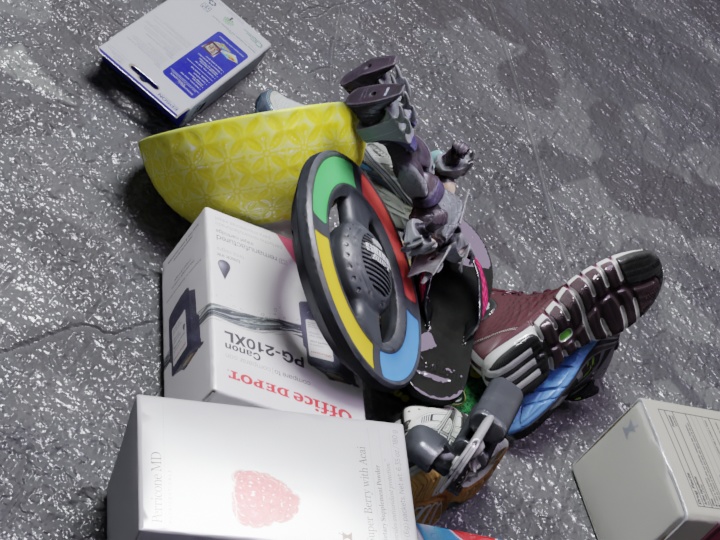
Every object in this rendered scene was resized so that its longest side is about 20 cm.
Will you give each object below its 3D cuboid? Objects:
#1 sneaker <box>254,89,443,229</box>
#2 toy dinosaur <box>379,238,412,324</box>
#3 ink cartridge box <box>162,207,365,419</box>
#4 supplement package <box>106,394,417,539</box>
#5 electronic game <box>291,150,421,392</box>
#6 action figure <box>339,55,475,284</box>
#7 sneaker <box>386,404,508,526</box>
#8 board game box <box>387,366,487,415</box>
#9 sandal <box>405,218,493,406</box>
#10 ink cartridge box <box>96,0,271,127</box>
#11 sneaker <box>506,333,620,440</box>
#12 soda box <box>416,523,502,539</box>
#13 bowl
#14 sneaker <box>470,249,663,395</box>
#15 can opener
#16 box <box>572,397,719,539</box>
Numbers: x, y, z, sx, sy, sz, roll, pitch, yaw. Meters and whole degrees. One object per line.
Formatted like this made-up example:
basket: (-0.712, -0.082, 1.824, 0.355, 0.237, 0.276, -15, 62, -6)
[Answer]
sneaker: (-0.005, -0.126, 1.826, 0.199, 0.086, 0.078, 29, 36, -16)
toy dinosaur: (0.048, 0.031, 1.715, 0.101, 0.058, 0.201, -11, 58, -28)
ink cartridge box: (-0.079, 0.066, 1.557, 0.144, 0.084, 0.201, 21, 40, -26)
supplement package: (-0.073, 0.179, 1.374, 0.199, 0.120, 0.122, 7, 46, -15)
electronic game: (0.000, 0.000, 1.554, 0.200, 0.041, 0.201, 50, 30, -43)
action figure: (0.050, -0.077, 1.607, 0.201, 0.069, 0.130, 60, 26, -31)
sneaker: (0.046, 0.157, 1.584, 0.087, 0.076, 0.200, 37, 17, 15)
board game box: (0.077, 0.064, 1.755, 0.105, 0.023, 0.200, 34, 36, -11)
sandal: (0.079, 0.025, 1.663, 0.075, 0.045, 0.201, 15, 50, -7)
ink cartridge box: (-0.169, -0.197, 1.796, 0.099, 0.039, 0.200, 42, 34, 2)
sneaker: (0.187, 0.096, 1.770, 0.200, 0.070, 0.083, -43, 129, -42)
soda box: (0.076, 0.250, 1.521, 0.199, 0.064, 0.068, 16, 42, -31)
bowl: (-0.083, -0.074, 1.652, 0.199, 0.199, 0.108, -10, 90, -47)
sneaker: (0.166, 0.026, 1.735, 0.199, 0.076, 0.115, -31, 35, -18)
can opener: (0.081, 0.121, 1.526, 0.067, 0.054, 0.200, 34, 16, 3)
box: (0.311, 0.207, 1.737, 0.199, 0.109, 0.128, 12, 45, -33)
